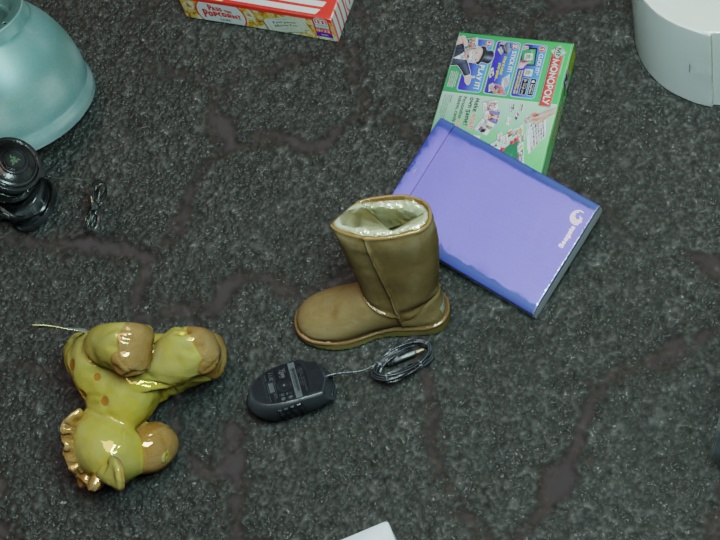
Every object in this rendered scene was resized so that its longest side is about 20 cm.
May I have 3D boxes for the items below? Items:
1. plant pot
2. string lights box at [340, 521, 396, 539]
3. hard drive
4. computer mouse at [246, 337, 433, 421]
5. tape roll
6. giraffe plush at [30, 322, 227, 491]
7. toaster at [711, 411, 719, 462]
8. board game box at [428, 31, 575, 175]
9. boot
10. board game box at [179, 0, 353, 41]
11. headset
[{"bbox_3d":[-0.417,-0.237,1.803,0.198,0.135,0.201,-9,42,8],"label":"plant pot"},{"bbox_3d":[0.032,0.310,1.397,0.059,0.200,0.103,-21,58,-1],"label":"string lights box"},{"bbox_3d":[0.132,-0.057,1.653,0.199,0.025,0.132,31,85,20],"label":"hard drive"},{"bbox_3d":[-0.020,0.112,1.620,0.198,0.034,0.059,-14,43,-1],"label":"computer mouse"},{"bbox_3d":[0.388,-0.296,1.683,0.201,0.139,0.204,-5,63,10],"label":"tape roll"},{"bbox_3d":[-0.236,0.140,1.591,0.198,0.173,0.164,2,83,2],"label":"giraffe plush"},{"bbox_3d":[0.398,0.083,1.442,0.118,0.200,0.182,12,65,13],"label":"toaster"},{"bbox_3d":[0.149,-0.166,1.731,0.133,0.029,0.201,9,64,17],"label":"board game box"},{"bbox_3d":[0.000,0.000,1.573,0.174,0.200,0.067,-9,60,7],"label":"boot"},{"bbox_3d":[-0.097,-0.358,1.880,0.198,0.046,0.152,11,65,18],"label":"board game box"},{"bbox_3d":[-0.378,-0.083,1.750,0.198,0.124,0.095,1,62,7],"label":"headset"}]
